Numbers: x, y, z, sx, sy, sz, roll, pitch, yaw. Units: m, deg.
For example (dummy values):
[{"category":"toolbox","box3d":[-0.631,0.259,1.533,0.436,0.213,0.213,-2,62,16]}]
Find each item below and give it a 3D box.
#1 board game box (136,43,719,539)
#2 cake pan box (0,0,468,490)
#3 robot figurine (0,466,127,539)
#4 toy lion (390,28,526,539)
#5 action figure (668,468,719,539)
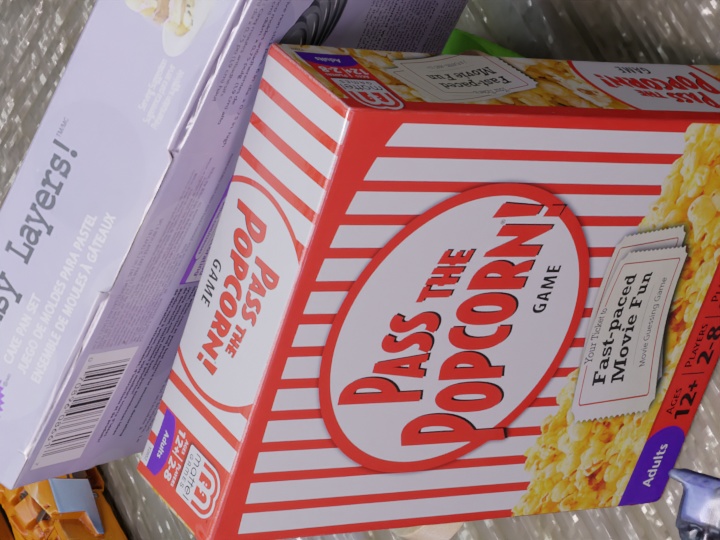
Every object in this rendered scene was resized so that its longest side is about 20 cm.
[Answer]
[{"category":"board game box","box3d":[0.039,0.007,0.868,0.046,0.199,0.152,42,123,42]},{"category":"cake pan box","box3d":[-0.048,-0.028,0.875,0.052,0.184,0.201,32,107,19]},{"category":"robot figurine","box3d":[-0.174,0.100,1.249,0.200,0.058,0.146,54,129,35]},{"category":"toy lion","box3d":[0.000,0.000,1.016,0.201,0.068,0.192,-66,27,10]},{"category":"action figure","box3d":[0.183,0.113,0.772,0.199,0.104,0.195,23,105,23]}]
